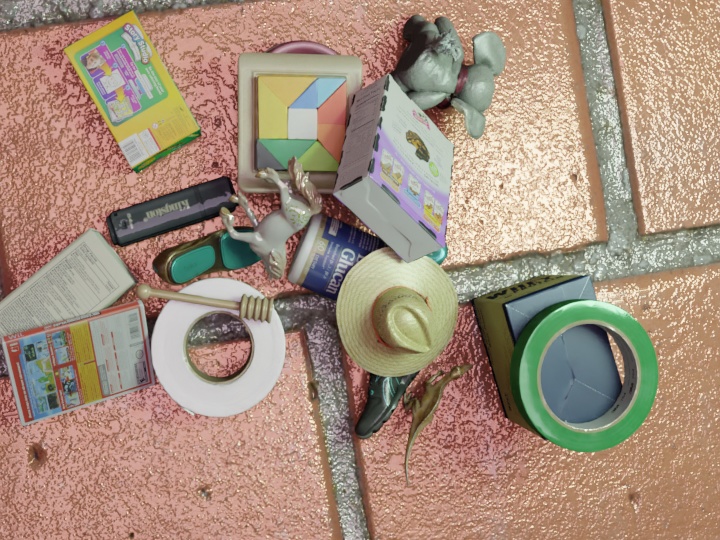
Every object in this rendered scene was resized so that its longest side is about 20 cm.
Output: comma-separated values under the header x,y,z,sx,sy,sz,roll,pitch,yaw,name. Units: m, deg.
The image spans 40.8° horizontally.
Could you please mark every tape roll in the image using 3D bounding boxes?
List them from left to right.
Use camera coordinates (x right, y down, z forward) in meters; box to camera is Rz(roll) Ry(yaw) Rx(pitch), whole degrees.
x,y,z,sx,sy,sz,roll,pitch,yaw,name
-0.210,0.113,1.435,0.198,0.071,0.207,0,90,-8,tape roll
0.303,0.141,1.315,0.196,0.048,0.205,0,90,-8,tape roll

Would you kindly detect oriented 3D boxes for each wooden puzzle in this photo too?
x,y,z,sx,sy,sz,roll,pitch,yaw,name
-0.087,-0.213,1.397,0.181,0.037,0.205,0,90,-8,wooden puzzle

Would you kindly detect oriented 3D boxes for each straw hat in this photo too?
x,y,z,sx,sy,sz,roll,pitch,yaw,name
0.063,0.074,1.369,0.197,0.085,0.205,-5,107,-16,straw hat

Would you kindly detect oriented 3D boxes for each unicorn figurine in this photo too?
x,y,z,sx,sy,sz,roll,pitch,yaw,name
-0.128,-0.063,1.374,0.137,0.199,0.074,45,43,-13,unicorn figurine

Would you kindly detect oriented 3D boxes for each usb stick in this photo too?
x,y,z,sx,sy,sz,roll,pitch,yaw,name
-0.279,-0.088,1.445,0.196,0.033,0.057,-18,93,-7,usb stick

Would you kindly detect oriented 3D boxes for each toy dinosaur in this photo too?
x,y,z,sx,sy,sz,roll,pitch,yaw,name
0.094,0.215,1.461,0.058,0.101,0.202,31,86,-7,toy dinosaur

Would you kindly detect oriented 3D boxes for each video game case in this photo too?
x,y,z,sx,sy,sz,roll,pitch,yaw,name
-0.397,0.131,1.377,0.197,0.017,0.145,-16,124,-24,video game case

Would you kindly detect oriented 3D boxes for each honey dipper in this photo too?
x,y,z,sx,sy,sz,roll,pitch,yaw,name
-0.223,0.045,1.384,0.196,0.038,0.039,8,89,-4,honey dipper

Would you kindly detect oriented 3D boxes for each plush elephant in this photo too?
x,y,z,sx,sy,sz,roll,pitch,yaw,name
0.133,-0.287,1.446,0.154,0.199,0.167,32,78,-25,plush elephant

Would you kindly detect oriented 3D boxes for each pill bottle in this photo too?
x,y,z,sx,sy,sz,roll,pitch,yaw,name
0.000,0.000,1.443,0.197,0.111,0.113,22,87,-7,pill bottle

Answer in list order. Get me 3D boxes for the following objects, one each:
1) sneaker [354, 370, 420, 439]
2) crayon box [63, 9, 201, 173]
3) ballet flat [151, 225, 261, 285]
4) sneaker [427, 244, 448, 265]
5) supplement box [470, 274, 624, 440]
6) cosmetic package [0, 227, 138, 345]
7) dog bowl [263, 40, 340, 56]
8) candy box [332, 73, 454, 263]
x,y,z,sx,sy,sz,roll,pitch,yaw,name
0.041,0.163,1.477,0.079,0.075,0.202,33,77,3,sneaker
-0.334,-0.263,1.425,0.117,0.058,0.202,-30,94,-7,crayon box
-0.224,-0.026,1.422,0.198,0.072,0.069,-24,118,-43,ballet flat
0.060,-0.084,1.468,0.077,0.080,0.201,-41,96,-6,sneaker
0.274,0.120,1.436,0.132,0.200,0.204,-17,92,-7,supplement box
-0.430,0.042,1.397,0.199,0.087,0.104,-39,94,-5,cosmetic package
-0.087,-0.251,1.452,0.196,0.074,0.205,0,89,-8,dog bowl
0.053,-0.144,1.361,0.167,0.071,0.203,41,43,-33,candy box
